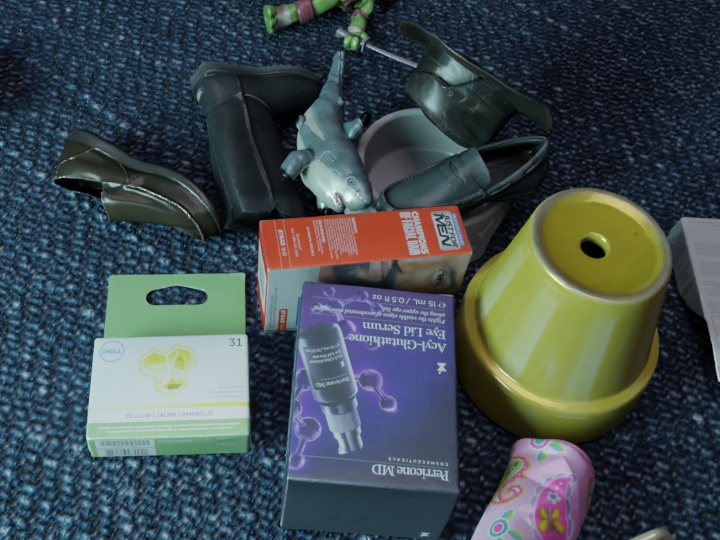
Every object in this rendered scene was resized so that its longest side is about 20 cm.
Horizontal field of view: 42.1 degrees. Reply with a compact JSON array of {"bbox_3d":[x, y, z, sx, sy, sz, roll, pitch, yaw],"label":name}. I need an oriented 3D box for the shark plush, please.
[{"bbox_3d":[-0.020,-0.144,1.016,0.082,0.091,0.202,-14,47,26],"label":"shark plush"}]

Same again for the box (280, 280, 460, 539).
[{"bbox_3d":[0.009,0.124,0.838,0.146,0.105,0.202,5,53,-5],"label":"box"}]

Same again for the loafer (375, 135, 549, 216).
[{"bbox_3d":[0.107,-0.096,0.962,0.198,0.071,0.069,-18,57,-20],"label":"loafer"}]

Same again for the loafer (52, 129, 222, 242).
[{"bbox_3d":[-0.235,-0.074,0.978,0.198,0.073,0.072,25,66,14],"label":"loafer"}]

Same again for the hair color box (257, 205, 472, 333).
[{"bbox_3d":[0.000,0.000,0.924,0.197,0.112,0.065,-6,55,-12],"label":"hair color box"}]

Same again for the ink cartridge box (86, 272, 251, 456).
[{"bbox_3d":[-0.177,0.075,0.885,0.143,0.048,0.202,-1,56,-8],"label":"ink cartridge box"}]

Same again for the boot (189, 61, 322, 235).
[{"bbox_3d":[-0.092,-0.133,1.035,0.163,0.066,0.202,-4,58,-28],"label":"boot"}]

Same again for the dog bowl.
[{"bbox_3d":[0.077,-0.100,1.041,0.197,0.059,0.202,4,54,-6],"label":"dog bowl"}]

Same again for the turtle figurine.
[{"bbox_3d":[-0.024,-0.354,1.162,0.191,0.145,0.202,-10,52,-11],"label":"turtle figurine"}]

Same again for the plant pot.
[{"bbox_3d":[0.197,0.031,0.881,0.198,0.190,0.203,3,53,-4],"label":"plant pot"}]

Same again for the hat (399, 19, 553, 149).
[{"bbox_3d":[0.108,-0.182,1.008,0.200,0.200,0.081,35,96,17],"label":"hat"}]

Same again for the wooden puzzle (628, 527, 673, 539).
[{"bbox_3d":[0.175,0.312,0.682,0.183,0.046,0.202,-21,86,-3],"label":"wooden puzzle"}]

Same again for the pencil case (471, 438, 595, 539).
[{"bbox_3d":[0.133,0.235,0.790,0.087,0.088,0.201,25,54,11],"label":"pencil case"}]

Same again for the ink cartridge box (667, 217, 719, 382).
[{"bbox_3d":[0.428,0.039,1.002,0.157,0.047,0.202,3,59,-6],"label":"ink cartridge box"}]
